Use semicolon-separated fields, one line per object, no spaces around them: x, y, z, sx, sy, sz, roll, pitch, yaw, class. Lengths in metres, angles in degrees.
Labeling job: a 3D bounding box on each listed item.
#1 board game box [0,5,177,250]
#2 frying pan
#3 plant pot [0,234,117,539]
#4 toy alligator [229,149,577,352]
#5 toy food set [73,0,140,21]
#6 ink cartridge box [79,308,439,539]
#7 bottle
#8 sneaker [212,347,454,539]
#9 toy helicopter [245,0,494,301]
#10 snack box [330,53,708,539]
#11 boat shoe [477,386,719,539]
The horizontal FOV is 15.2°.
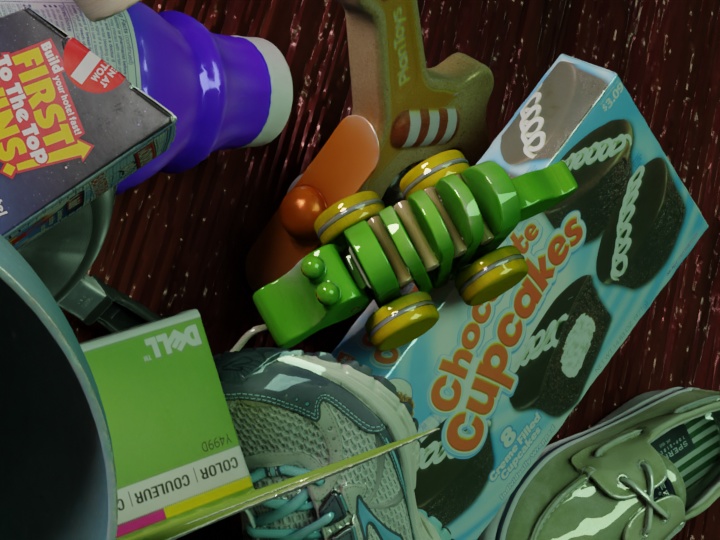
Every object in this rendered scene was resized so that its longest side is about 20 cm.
-0.175;-0.061;0.937;0.199;0.062;0.201;-20;86;-9;board game box
-0.132;0.008;1.037;0.115;0.031;0.191;-31;137;-12;frying pan
-0.174;0.044;0.819;0.200;0.200;0.135;51;9;-20;plant pot
0.000;0.000;1.082;0.199;0.054;0.060;-26;75;-9;toy alligator
-0.122;-0.194;1.065;0.144;0.060;0.200;53;13;-20;toy food set
-0.095;0.062;0.952;0.147;0.199;0.076;-17;88;-47;ink cartridge box
-0.112;-0.072;1.078;0.199;0.065;0.084;-5;93;-46;bottle
-0.011;0.108;1.071;0.200;0.077;0.087;60;34;-44;sneaker
0.006;-0.065;1.146;0.132;0.079;0.201;-35;137;-29;toy helicopter
0.063;0.019;1.166;0.200;0.037;0.116;-52;137;-13;snack box
0.122;0.101;1.261;0.200;0.062;0.072;-35;102;-45;boat shoe
